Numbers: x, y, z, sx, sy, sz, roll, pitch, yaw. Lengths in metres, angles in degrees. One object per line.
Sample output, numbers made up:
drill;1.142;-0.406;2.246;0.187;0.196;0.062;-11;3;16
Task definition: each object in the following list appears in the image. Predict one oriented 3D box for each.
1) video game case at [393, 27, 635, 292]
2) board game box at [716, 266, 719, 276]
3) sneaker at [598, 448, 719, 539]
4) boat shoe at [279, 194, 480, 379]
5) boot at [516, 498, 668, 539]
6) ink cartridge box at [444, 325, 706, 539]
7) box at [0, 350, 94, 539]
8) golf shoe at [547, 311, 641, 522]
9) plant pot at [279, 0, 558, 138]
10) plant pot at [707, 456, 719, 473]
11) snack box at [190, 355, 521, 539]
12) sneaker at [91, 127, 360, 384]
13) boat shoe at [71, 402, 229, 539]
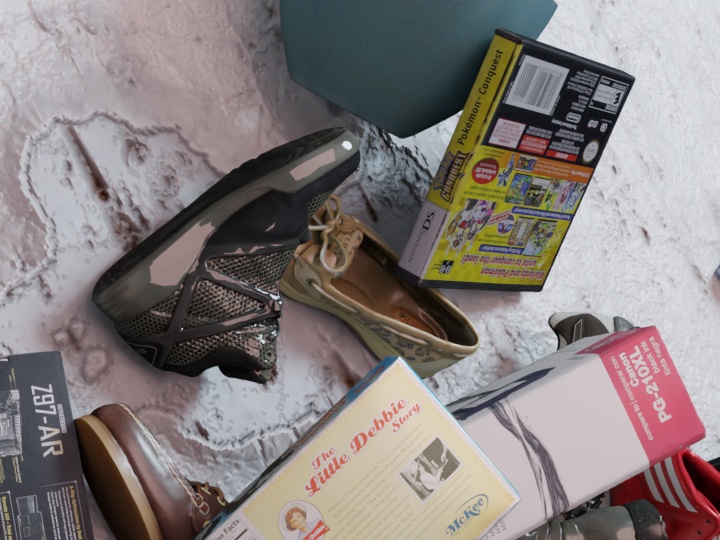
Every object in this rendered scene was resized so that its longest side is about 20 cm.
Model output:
video game case;0.115;-0.072;1.170;0.200;0.025;0.182;3;112;-58
board game box;0.431;0.011;1.480;0.200;0.041;0.200;51;52;-12
sneaker;0.237;0.229;1.212;0.078;0.115;0.201;-7;80;-38
boat shoe;0.000;0.000;1.142;0.200;0.063;0.074;37;57;-22
boot;0.152;0.262;1.157;0.130;0.068;0.201;-8;98;-12
ink cartridge box;0.105;0.118;1.085;0.199;0.145;0.085;-25;89;-12
box;-0.232;0.153;0.927;0.160;0.043;0.201;-5;78;-38
golf shoe;0.150;0.126;1.218;0.094;0.078;0.201;19;79;17
plant pot;0.022;-0.174;1.156;0.199;0.200;0.135;24;96;-29
plant pot;0.359;0.213;1.272;0.176;0.199;0.201;2;74;-25
snack box;-0.014;0.159;0.963;0.200;0.037;0.116;-42;96;-12
sneaker;-0.066;-0.004;1.061;0.199;0.076;0.114;-40;110;-13
boat shoe;-0.108;0.165;1.001;0.070;0.070;0.201;-31;104;-27
